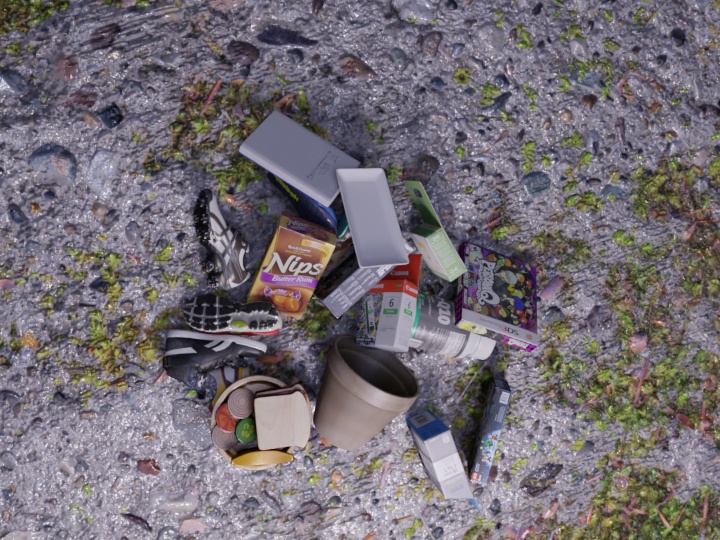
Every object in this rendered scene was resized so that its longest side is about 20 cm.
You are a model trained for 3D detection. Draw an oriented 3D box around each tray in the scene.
[{"bbox_3d":[0.018,-0.098,1.404,0.106,0.022,0.202,-5,71,-27],"label":"tray"}]

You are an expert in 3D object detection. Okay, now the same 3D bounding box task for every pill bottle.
[{"bbox_3d":[0.175,0.118,1.564,0.198,0.113,0.114,14,93,-14],"label":"pill bottle"}]

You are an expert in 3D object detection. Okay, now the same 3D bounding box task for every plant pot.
[{"bbox_3d":[-0.008,0.258,1.516,0.199,0.200,0.174,28,107,-14],"label":"plant pot"}]

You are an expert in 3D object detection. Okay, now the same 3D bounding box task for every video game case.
[{"bbox_3d":[0.284,0.052,1.561,0.180,0.036,0.201,20,54,-15],"label":"video game case"}]

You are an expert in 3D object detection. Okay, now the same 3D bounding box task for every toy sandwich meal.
[{"bbox_3d":[-0.190,0.298,1.456,0.203,0.070,0.208,0,90,-16],"label":"toy sandwich meal"}]

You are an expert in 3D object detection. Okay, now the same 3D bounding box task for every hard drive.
[{"bbox_3d":[-0.115,-0.217,1.444,0.199,0.025,0.132,32,52,4],"label":"hard drive"}]

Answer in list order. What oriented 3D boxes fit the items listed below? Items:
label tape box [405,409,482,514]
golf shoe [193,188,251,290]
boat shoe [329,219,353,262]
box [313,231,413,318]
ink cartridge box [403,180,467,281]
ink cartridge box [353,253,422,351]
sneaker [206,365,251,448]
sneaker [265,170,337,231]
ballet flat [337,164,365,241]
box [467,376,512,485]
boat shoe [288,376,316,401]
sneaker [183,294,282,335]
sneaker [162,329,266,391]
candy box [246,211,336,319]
[{"bbox_3d":[0.172,0.411,1.579,0.063,0.144,0.202,-22,100,-9],"label":"label tape box"},{"bbox_3d":[-0.270,-0.064,1.477,0.094,0.078,0.202,-13,101,-28],"label":"golf shoe"},{"bbox_3d":[-0.059,-0.056,1.520,0.198,0.076,0.075,-13,106,-4],"label":"boat shoe"},{"bbox_3d":[0.000,0.000,1.490,0.200,0.158,0.050,-42,103,-6],"label":"box"},{"bbox_3d":[0.132,-0.082,1.515,0.048,0.146,0.201,-32,102,-5],"label":"ink cartridge box"},{"bbox_3d":[0.056,0.058,1.505,0.050,0.108,0.202,24,71,-45],"label":"ink cartridge box"},{"bbox_3d":[-0.264,0.293,1.515,0.089,0.075,0.202,1,90,-4],"label":"sneaker"},{"bbox_3d":[-0.101,-0.161,1.470,0.082,0.074,0.200,-33,81,-33],"label":"sneaker"},{"bbox_3d":[0.002,-0.128,1.477,0.071,0.072,0.202,19,48,-14],"label":"ballet flat"},{"bbox_3d":[0.272,0.336,1.595,0.037,0.137,0.202,16,92,6],"label":"box"},{"bbox_3d":[-0.161,0.318,1.529,0.062,0.073,0.201,31,85,3],"label":"boat shoe"},{"bbox_3d":[-0.253,0.102,1.491,0.198,0.085,0.078,8,66,6],"label":"sneaker"},{"bbox_3d":[-0.287,0.184,1.470,0.198,0.073,0.113,6,74,4],"label":"sneaker"},{"bbox_3d":[-0.135,-0.007,1.462,0.116,0.057,0.201,19,124,-13],"label":"candy box"}]
